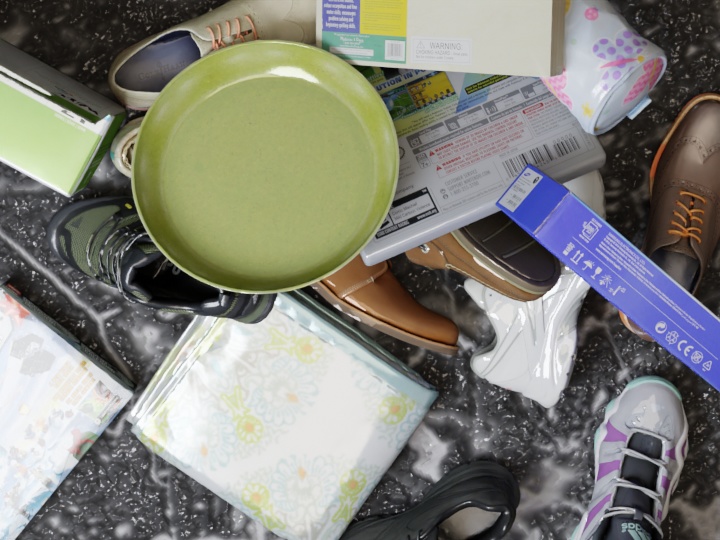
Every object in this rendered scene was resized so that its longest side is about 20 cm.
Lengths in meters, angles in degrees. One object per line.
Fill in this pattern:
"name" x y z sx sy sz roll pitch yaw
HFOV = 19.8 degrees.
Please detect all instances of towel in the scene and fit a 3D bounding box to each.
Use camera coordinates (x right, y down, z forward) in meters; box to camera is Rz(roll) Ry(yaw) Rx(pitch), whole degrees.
"towel" -0.064 0.108 1.646 0.200 0.048 0.171 35 99 -5

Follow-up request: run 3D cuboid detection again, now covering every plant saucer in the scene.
"plant saucer" -0.070 -0.074 1.535 0.199 0.031 0.201 -1 72 4

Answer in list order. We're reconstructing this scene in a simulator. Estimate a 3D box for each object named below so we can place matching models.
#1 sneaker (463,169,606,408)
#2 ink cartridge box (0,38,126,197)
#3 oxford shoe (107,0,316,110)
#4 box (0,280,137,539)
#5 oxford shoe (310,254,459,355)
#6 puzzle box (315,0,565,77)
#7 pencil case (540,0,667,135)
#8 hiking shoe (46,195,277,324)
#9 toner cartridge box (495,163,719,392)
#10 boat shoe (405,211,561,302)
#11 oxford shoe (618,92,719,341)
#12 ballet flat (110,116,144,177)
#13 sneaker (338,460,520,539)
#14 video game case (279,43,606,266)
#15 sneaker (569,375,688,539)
"sneaker" 0.134 0.004 1.619 0.099 0.078 0.201 14 97 1
"ink cartridge box" -0.263 -0.119 1.534 0.147 0.200 0.076 29 97 -4
"oxford shoe" -0.100 -0.171 1.592 0.199 0.074 0.071 -25 95 2
"box" -0.293 0.128 1.648 0.137 0.040 0.200 40 96 -6
"oxford shoe" 0.000 0.000 1.620 0.200 0.071 0.071 32 93 -3
"puzzle box" 0.056 -0.214 1.512 0.199 0.025 0.134 8 103 30
"pencil case" 0.134 -0.191 1.537 0.083 0.091 0.200 -42 72 -8
"hiking shoe" -0.164 -0.014 1.579 0.199 0.101 0.076 16 93 22
"toner cartridge box" 0.195 0.005 1.522 0.200 0.095 0.043 39 94 -21
"boat shoe" 0.068 -0.036 1.600 0.200 0.072 0.068 41 134 18
"oxford shoe" 0.258 -0.039 1.614 0.071 0.073 0.201 13 97 -3
"ballet flat" -0.096 -0.100 1.608 0.199 0.062 0.068 -12 98 1
"sneaker" 0.039 0.224 1.640 0.200 0.091 0.076 -38 98 6
"video game case" 0.059 -0.120 1.574 0.199 0.022 0.183 -23 69 -6
"sneaker" 0.216 0.188 1.610 0.077 0.140 0.201 12 98 -2
